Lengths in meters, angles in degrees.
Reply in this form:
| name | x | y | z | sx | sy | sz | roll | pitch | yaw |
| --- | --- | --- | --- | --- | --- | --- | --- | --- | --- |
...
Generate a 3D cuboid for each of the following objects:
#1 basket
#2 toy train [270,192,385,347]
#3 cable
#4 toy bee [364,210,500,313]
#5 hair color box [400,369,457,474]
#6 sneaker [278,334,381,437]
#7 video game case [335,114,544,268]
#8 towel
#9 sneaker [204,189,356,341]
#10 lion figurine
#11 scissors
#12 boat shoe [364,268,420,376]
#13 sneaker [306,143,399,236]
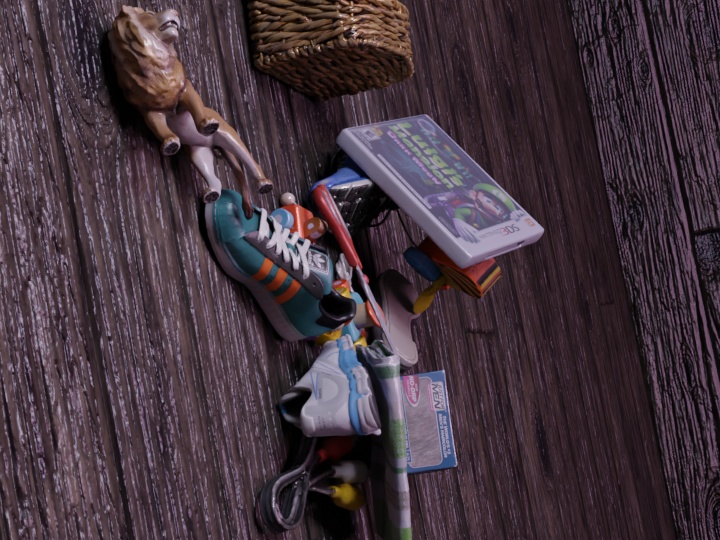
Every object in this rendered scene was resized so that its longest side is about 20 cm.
| name | x | y | z | sx | sy | sz | roll | pitch | yaw |
| --- | --- | --- | --- | --- | --- | --- | --- | --- | --- |
| basket | -0.026 | -0.279 | 1.608 | 0.200 | 0.142 | 0.150 | 17 | 63 | -69 |
| toy train | -0.026 | 0.007 | 1.567 | 0.200 | 0.055 | 0.151 | 37 | 45 | -62 |
| cable | -0.041 | 0.187 | 1.417 | 0.200 | 0.050 | 0.097 | 1 | 76 | -73 |
| toy bee | 0.101 | -0.015 | 1.725 | 0.109 | 0.131 | 0.200 | 50 | 9 | -40 |
| hair color box | 0.062 | 0.165 | 1.608 | 0.200 | 0.060 | 0.100 | 93 | -10 | -81 |
| sneaker | -0.037 | 0.113 | 1.453 | 0.200 | 0.086 | 0.075 | -128 | -155 | -80 |
| video game case | 0.090 | -0.092 | 1.656 | 0.200 | 0.023 | 0.182 | 46 | 30 | 16 |
| towel | 0.022 | 0.174 | 1.470 | 0.149 | 0.031 | 0.201 | -144 | -130 | -83 |
| sneaker | -0.071 | -0.011 | 1.409 | 0.200 | 0.080 | 0.072 | 54 | 30 | -44 |
| lion figurine | -0.148 | -0.131 | 1.289 | 0.123 | 0.072 | 0.200 | 57 | -4 | 33 |
| scissors | 0.000 | 0.000 | 1.526 | 0.200 | 0.014 | 0.073 | 62 | 4 | 7 |
| boat shoe | 0.027 | 0.062 | 1.691 | 0.067 | 0.057 | 0.200 | 42 | 21 | -17 |
| sneaker | -0.008 | -0.099 | 1.668 | 0.089 | 0.079 | 0.200 | 39 | 28 | 15 |
